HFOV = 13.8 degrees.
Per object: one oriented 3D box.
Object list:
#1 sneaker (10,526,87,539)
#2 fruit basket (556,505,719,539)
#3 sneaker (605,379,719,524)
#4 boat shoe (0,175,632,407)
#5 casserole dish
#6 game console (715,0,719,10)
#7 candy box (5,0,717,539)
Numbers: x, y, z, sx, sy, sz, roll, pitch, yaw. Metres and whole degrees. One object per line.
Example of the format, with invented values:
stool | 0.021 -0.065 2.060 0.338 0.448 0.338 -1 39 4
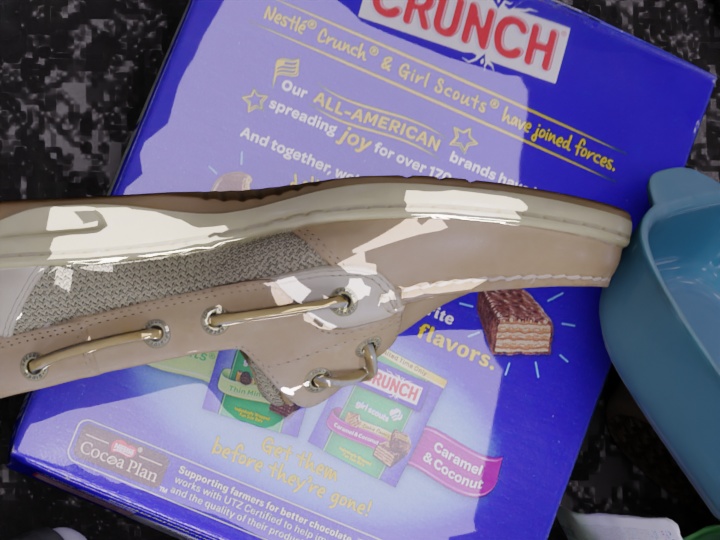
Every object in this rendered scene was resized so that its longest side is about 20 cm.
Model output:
sneaker | -0.031 0.153 0.936 0.115 0.076 0.201 -29 98 -22
fruit basket | 0.119 0.151 0.893 0.094 0.200 0.186 -27 89 -13
sneaker | 0.178 0.080 0.981 0.200 0.070 0.076 39 72 -6
boat shoe | -0.019 0.008 0.872 0.199 0.072 0.065 -3 88 -3
casserole dish | 0.139 0.058 0.901 0.039 0.121 0.200 -40 76 27
game console | 0.207 -0.083 0.947 0.176 0.116 0.200 -26 84 14
candy box | 0.000 0.000 0.949 0.169 0.077 0.201 23 80 -7
